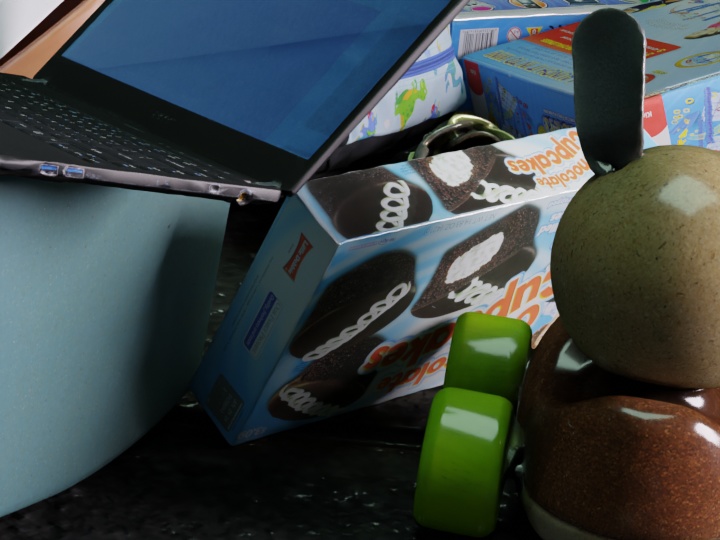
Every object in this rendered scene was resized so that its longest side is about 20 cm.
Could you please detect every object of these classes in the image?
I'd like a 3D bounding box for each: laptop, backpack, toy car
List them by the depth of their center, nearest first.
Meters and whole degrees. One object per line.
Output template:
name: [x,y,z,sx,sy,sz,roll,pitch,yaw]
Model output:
laptop: [-0.089,-0.095,0.892,0.200,0.103,0.177,6,12,-41]
toy car: [0.118,0.002,0.927,0.164,0.200,0.158,9,21,5]
backpack: [-0.029,-0.105,1.256,0.163,0.154,0.200,-11,-7,37]

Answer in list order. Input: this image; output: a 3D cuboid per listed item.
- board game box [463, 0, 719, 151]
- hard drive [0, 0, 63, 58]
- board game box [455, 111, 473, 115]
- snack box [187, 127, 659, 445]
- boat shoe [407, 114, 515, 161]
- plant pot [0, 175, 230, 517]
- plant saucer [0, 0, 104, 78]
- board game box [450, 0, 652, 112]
board game box: [0.181,-0.098,1.268,0.196,0.056,0.200,-17,17,-14]
hard drive: [-0.212,-0.079,1.077,0.200,0.025,0.132,-27,16,32]
board game box: [0.014,-0.105,1.414,0.200,0.024,0.105,1,20,-13]
snack box: [0.033,0.002,1.015,0.200,0.116,0.037,-14,54,-42]
boat shoe: [0.055,-0.039,1.193,0.072,0.060,0.202,19,22,-2]
plant pot: [-0.147,0.004,0.936,0.141,0.142,0.200,20,17,31]
plant saucer: [-0.164,-0.096,1.165,0.200,0.032,0.200,-34,16,11]
board game box: [0.083,-0.155,1.456,0.200,0.056,0.196,-6,24,-29]
